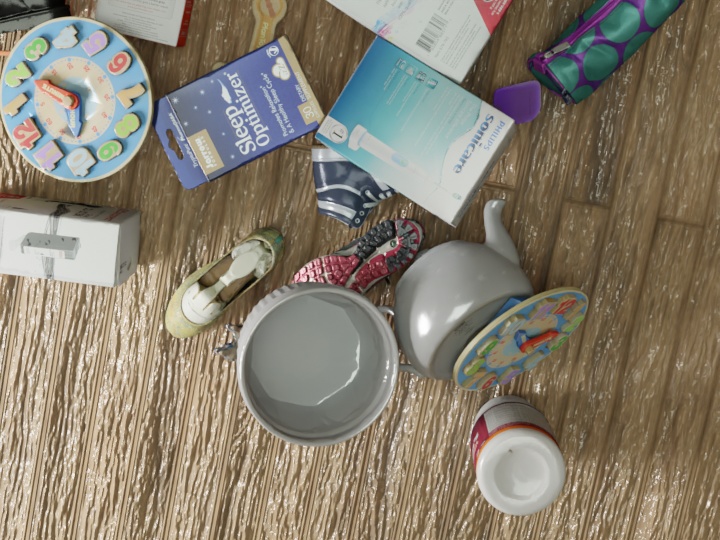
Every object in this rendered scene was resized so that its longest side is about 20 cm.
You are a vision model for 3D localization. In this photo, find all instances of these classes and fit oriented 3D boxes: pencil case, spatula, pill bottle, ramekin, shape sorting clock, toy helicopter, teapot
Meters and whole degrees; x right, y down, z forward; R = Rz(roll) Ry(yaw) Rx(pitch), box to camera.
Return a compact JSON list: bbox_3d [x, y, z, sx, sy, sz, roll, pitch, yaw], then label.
[{"bbox_3d":[0.306,-0.298,1.691,0.200,0.092,0.085,-44,53,6],"label":"pencil case"},{"bbox_3d":[0.132,-0.208,1.742,0.199,0.021,0.057,-4,121,6],"label":"spatula"},{"bbox_3d":[0.195,0.228,1.723,0.109,0.200,0.110,0,99,1],"label":"pill bottle"},{"bbox_3d":[-0.061,0.107,1.677,0.199,0.105,0.201,-3,102,-15],"label":"ramekin"},{"bbox_3d":[-0.350,-0.208,1.663,0.199,0.039,0.201,3,103,14],"label":"shape sorting clock"},{"bbox_3d":[-0.121,-0.255,1.715,0.132,0.079,0.201,12,97,-3],"label":"toy helicopter"},{"bbox_3d":[0.204,0.090,1.714,0.200,0.200,0.039,-41,61,7],"label":"shape sorting clock"},{"bbox_3d":[0.111,0.035,1.723,0.199,0.198,0.146,-22,58,-26],"label":"teapot"}]

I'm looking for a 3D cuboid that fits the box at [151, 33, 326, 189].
[{"bbox_3d":[-0.153,-0.191,1.667,0.199,0.032,0.122,-26,98,3],"label":"box"}]

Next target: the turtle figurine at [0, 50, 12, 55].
[{"bbox_3d":[-0.377,-0.211,1.733,0.199,0.064,0.162,10,104,13],"label":"turtle figurine"}]

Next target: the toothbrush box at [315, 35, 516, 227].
[{"bbox_3d":[0.069,-0.167,1.650,0.200,0.085,0.147,32,93,9],"label":"toothbrush box"}]

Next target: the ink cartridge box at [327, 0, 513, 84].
[{"bbox_3d":[0.074,-0.342,1.660,0.200,0.145,0.146,33,99,-5],"label":"ink cartridge box"}]

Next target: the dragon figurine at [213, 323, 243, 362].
[{"bbox_3d":[-0.089,0.114,1.781,0.199,0.099,0.059,13,98,-20],"label":"dragon figurine"}]

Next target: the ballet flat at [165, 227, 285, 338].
[{"bbox_3d":[-0.181,0.018,1.765,0.200,0.071,0.071,-40,96,7],"label":"ballet flat"}]

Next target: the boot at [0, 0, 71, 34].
[{"bbox_3d":[-0.469,-0.376,1.697,0.210,0.079,0.159,-10,106,-8],"label":"boot"}]

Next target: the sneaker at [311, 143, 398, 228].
[{"bbox_3d":[0.036,-0.109,1.737,0.199,0.070,0.109,1,96,6],"label":"sneaker"}]

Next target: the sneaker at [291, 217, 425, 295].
[{"bbox_3d":[0.000,0.000,1.759,0.199,0.075,0.081,-29,88,19],"label":"sneaker"}]

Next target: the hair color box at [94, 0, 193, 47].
[{"bbox_3d":[-0.257,-0.391,1.701,0.110,0.064,0.201,14,101,0],"label":"hair color box"}]

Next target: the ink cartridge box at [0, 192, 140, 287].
[{"bbox_3d":[-0.388,-0.041,1.719,0.199,0.144,0.084,8,99,0],"label":"ink cartridge box"}]
